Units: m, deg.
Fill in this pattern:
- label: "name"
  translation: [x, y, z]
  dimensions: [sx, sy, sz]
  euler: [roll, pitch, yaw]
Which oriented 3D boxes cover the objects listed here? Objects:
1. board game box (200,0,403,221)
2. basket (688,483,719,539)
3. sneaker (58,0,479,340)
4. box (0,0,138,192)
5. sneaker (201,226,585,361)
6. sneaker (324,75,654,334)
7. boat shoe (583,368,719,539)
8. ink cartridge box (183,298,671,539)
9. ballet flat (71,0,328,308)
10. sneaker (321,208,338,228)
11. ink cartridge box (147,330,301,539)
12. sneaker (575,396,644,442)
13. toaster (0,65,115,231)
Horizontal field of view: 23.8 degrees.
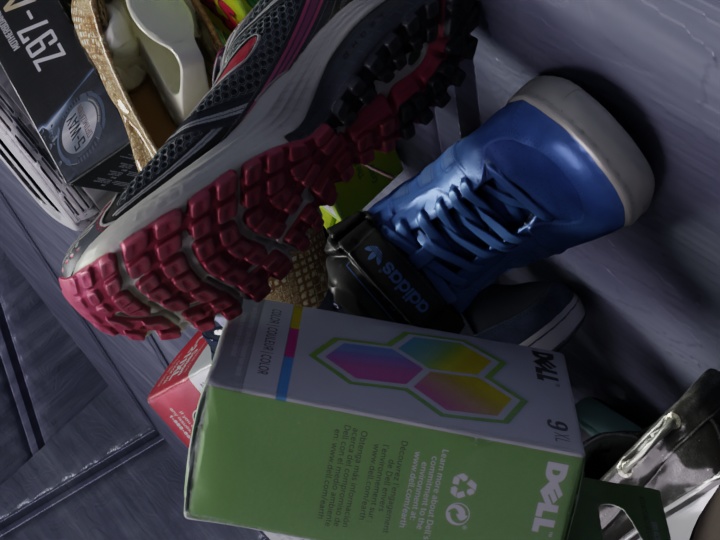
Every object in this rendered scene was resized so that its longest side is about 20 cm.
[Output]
- label: "board game box"
  translation: [-0.051, -0.120, 0.862]
  dimensions: [0.101, 0.048, 0.201]
  euler: [39, 164, 36]
- label: "basket"
  translation: [0.186, 0.109, 0.590]
  dimensions: [0.180, 0.137, 0.200]
  euler: [34, 170, 3]
- label: "sneaker"
  translation: [-0.042, -0.053, 0.681]
  dimensions: [0.074, 0.200, 0.081]
  euler: [37, 161, 30]
- label: "box"
  translation: [-0.137, -0.118, 0.918]
  dimensions: [0.161, 0.043, 0.200]
  euler: [60, -168, 8]
- label: "sneaker"
  translation: [-0.001, 0.001, 0.850]
  dimensions: [0.147, 0.201, 0.077]
  euler: [68, -158, -16]
- label: "sneaker"
  translation: [0.044, -0.013, 0.722]
  dimensions: [0.077, 0.111, 0.200]
  euler: [49, 167, -8]
- label: "boat shoe"
  translation: [0.125, 0.106, 0.815]
  dimensions: [0.064, 0.071, 0.200]
  euler: [48, 138, 4]
- label: "ink cartridge box"
  translation: [0.035, 0.069, 0.683]
  dimensions: [0.198, 0.060, 0.104]
  euler: [11, -162, -1]
- label: "ballet flat"
  translation: [-0.075, -0.068, 0.781]
  dimensions: [0.201, 0.070, 0.065]
  euler: [56, 161, 12]
- label: "sneaker"
  translation: [-0.032, -0.015, 1.102]
  dimensions: [0.199, 0.075, 0.083]
  euler: [35, -172, 34]
- label: "ink cartridge box"
  translation: [-0.008, 0.072, 1.005]
  dimensions: [0.146, 0.083, 0.199]
  euler: [49, 136, -11]
- label: "sneaker"
  translation: [0.123, 0.169, 0.936]
  dimensions: [0.078, 0.140, 0.201]
  euler: [35, 163, 43]
- label: "toaster"
  translation: [-0.184, -0.118, 1.120]
  dimensions: [0.201, 0.129, 0.113]
  euler: [54, 166, -27]
